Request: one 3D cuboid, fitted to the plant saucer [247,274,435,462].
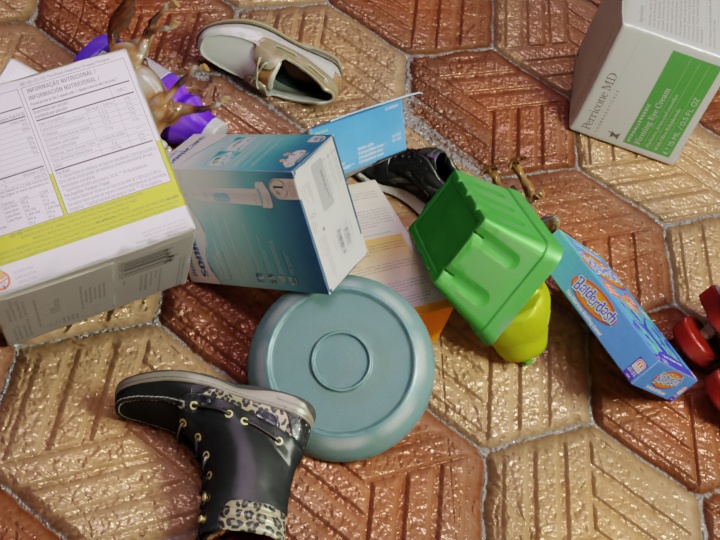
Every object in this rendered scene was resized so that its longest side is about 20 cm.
[{"bbox_3d":[-0.020,0.097,1.295,0.198,0.027,0.202,0,73,0],"label":"plant saucer"}]

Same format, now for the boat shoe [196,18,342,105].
[{"bbox_3d":[-0.118,-0.271,1.622,0.198,0.075,0.069,13,40,-11],"label":"boat shoe"}]

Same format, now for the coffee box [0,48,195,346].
[{"bbox_3d":[-0.292,-0.068,1.221,0.198,0.200,0.199,-20,79,-17],"label":"coffee box"}]

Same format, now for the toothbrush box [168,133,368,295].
[{"bbox_3d":[-0.109,-0.063,1.329,0.198,0.147,0.085,3,33,34],"label":"toothbrush box"}]

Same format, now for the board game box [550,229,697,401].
[{"bbox_3d":[0.299,0.054,1.454,0.152,0.045,0.201,22,29,-57],"label":"board game box"}]

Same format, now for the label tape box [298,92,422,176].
[{"bbox_3d":[-0.026,-0.139,1.452,0.143,0.199,0.067,-24,94,-36],"label":"label tape box"}]

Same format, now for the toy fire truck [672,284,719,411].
[{"bbox_3d":[0.486,0.104,1.496,0.167,0.112,0.201,18,37,-40],"label":"toy fire truck"}]

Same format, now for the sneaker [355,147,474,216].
[{"bbox_3d":[0.071,-0.132,1.559,0.199,0.088,0.076,34,47,11],"label":"sneaker"}]

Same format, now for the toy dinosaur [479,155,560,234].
[{"bbox_3d":[0.191,-0.088,1.529,0.060,0.107,0.200,-26,19,3],"label":"toy dinosaur"}]

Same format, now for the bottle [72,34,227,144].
[{"bbox_3d":[-0.256,-0.210,1.520,0.199,0.065,0.084,32,55,8],"label":"bottle"}]

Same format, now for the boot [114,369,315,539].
[{"bbox_3d":[-0.152,0.184,1.200,0.201,0.074,0.155,9,55,0],"label":"boot"}]

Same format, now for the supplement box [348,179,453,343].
[{"bbox_3d":[0.000,0.000,1.422,0.125,0.074,0.201,-12,56,-29],"label":"supplement box"}]

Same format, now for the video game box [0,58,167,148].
[{"bbox_3d":[-0.339,-0.106,1.352,0.199,0.047,0.183,29,66,-3],"label":"video game box"}]

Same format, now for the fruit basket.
[{"bbox_3d":[0.162,0.008,1.397,0.215,0.156,0.216,36,14,-11],"label":"fruit basket"}]

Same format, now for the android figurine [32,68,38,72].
[{"bbox_3d":[-0.353,-0.143,1.428,0.180,0.041,0.202,2,59,-19],"label":"android figurine"}]

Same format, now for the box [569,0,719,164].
[{"bbox_3d":[0.414,-0.304,1.768,0.170,0.200,0.201,19,45,-3],"label":"box"}]

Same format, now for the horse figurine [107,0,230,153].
[{"bbox_3d":[-0.243,-0.230,1.452,0.201,0.132,0.050,60,18,5],"label":"horse figurine"}]
